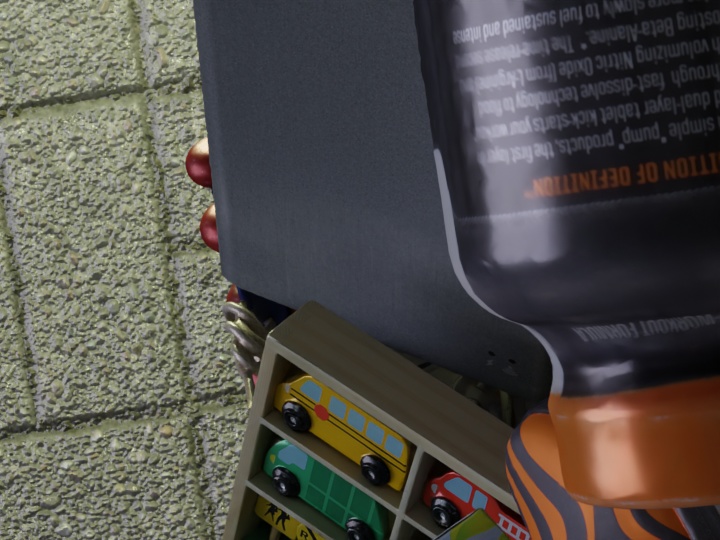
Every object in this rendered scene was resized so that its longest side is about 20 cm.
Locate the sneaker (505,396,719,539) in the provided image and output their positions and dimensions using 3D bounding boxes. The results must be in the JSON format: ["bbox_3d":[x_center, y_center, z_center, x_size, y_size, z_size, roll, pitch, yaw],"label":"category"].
[{"bbox_3d":[0.058,0.112,0.560,0.200,0.112,0.078,-126,18,-48],"label":"sneaker"}]

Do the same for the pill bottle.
[{"bbox_3d":[0.062,-0.056,0.457,0.106,0.106,0.201,-75,-23,-88],"label":"pill bottle"}]

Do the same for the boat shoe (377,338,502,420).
[{"bbox_3d":[0.025,0.067,0.924,0.065,0.074,0.200,44,-166,9],"label":"boat shoe"}]

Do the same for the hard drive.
[{"bbox_3d":[0.013,-0.042,0.771,0.033,0.139,0.200,-59,-18,-31],"label":"hard drive"}]

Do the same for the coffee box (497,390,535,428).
[{"bbox_3d":[0.096,0.035,0.977,0.114,0.079,0.201,-90,-8,-83],"label":"coffee box"}]

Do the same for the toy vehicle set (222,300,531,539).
[{"bbox_3d":[0.043,0.110,0.796,0.027,0.200,0.125,-40,-27,-41],"label":"toy vehicle set"}]

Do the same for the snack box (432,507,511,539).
[{"bbox_3d":[0.077,0.193,0.665,0.200,0.068,0.169,43,156,33],"label":"snack box"}]

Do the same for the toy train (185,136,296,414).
[{"bbox_3d":[0.000,0.000,0.916,0.200,0.115,0.085,-111,5,-65],"label":"toy train"}]
